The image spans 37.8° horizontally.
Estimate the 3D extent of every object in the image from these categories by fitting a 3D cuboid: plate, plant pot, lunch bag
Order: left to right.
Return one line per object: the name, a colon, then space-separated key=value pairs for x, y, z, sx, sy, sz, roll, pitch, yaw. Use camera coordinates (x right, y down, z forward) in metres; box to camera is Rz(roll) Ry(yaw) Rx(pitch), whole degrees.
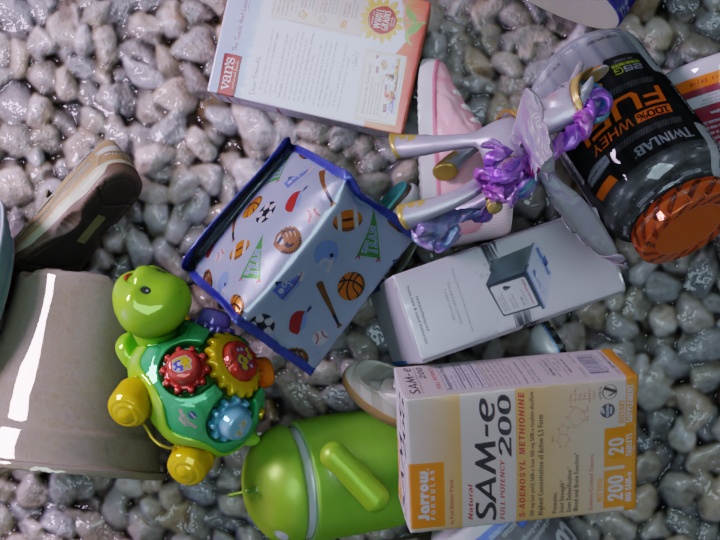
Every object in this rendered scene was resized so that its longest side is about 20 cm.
plate: x=-0.368 y=0.029 z=1.017 sx=0.025 sy=0.200 sz=0.201 roll=17 pitch=92 yaw=-27
plant pot: x=-0.276 y=0.100 z=1.013 sx=0.199 sy=0.200 sz=0.185 roll=5 pitch=79 yaw=3
lunch bag: x=-0.073 y=-0.027 z=0.990 sx=0.124 sy=0.200 sz=0.170 roll=41 pitch=89 yaw=-31

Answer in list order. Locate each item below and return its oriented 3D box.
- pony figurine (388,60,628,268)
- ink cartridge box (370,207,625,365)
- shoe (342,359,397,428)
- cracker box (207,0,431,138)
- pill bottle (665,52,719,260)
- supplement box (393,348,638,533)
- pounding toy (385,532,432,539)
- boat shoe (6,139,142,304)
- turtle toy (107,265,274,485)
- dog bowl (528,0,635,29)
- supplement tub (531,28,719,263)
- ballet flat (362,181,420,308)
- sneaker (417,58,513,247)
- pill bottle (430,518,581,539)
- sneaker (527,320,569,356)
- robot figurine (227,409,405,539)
pony figurine: x=0.129 y=-0.088 z=0.880 sx=0.199 sy=0.194 sz=0.167 roll=-22 pitch=130 yaw=17
ink cartridge box: x=0.121 y=0.019 z=0.981 sx=0.199 sy=0.146 sz=0.086 roll=-20 pitch=87 yaw=-10
shoe: x=0.078 y=0.124 z=0.988 sx=0.199 sy=0.070 sz=0.054 roll=24 pitch=120 yaw=13
cracker box: x=-0.040 y=-0.218 z=1.050 sx=0.199 sy=0.058 sz=0.135 roll=13 pitch=90 yaw=2
pill bottle: x=0.363 y=-0.104 z=1.002 sx=0.112 sy=0.113 sz=0.201 roll=-15 pitch=89 yaw=3
supplement box: x=0.131 y=0.144 z=0.902 sx=0.199 sy=0.074 sz=0.127 roll=-5 pitch=106 yaw=-5
pounding toy: x=0.028 y=0.347 z=0.988 sx=0.199 sy=0.184 sz=0.143 roll=-10 pitch=90 yaw=3
boat shoe: x=-0.302 y=-0.049 z=1.068 sx=0.200 sy=0.072 sz=0.076 roll=-41 pitch=54 yaw=11
turtle toy: x=-0.153 y=0.084 z=0.946 sx=0.101 sy=0.146 sz=0.200 roll=-32 pitch=108 yaw=28
dog bowl: x=0.172 y=-0.307 z=0.967 sx=0.199 sy=0.200 sz=0.079 roll=30 pitch=94 yaw=2
supplement tub: x=0.248 y=-0.113 z=0.960 sx=0.122 sy=0.123 sz=0.201 roll=-28 pitch=60 yaw=3
ballet flat: x=0.000 y=0.000 z=1.052 sx=0.069 sy=0.069 sz=0.200 roll=45 pitch=91 yaw=2
sneaker: x=0.106 y=-0.115 z=1.015 sx=0.104 sy=0.075 sz=0.201 roll=-3 pitch=66 yaw=4
pill bottle: x=0.172 y=0.297 z=1.013 sx=0.114 sy=0.114 sz=0.200 roll=-42 pitch=92 yaw=3
sneaker: x=0.173 y=0.135 z=0.996 sx=0.072 sy=0.072 sz=0.201 roll=-14 pitch=127 yaw=-4
robot figurine: x=-0.023 y=0.196 z=1.007 sx=0.199 sy=0.175 sz=0.116 roll=-6 pitch=75 yaw=-20
